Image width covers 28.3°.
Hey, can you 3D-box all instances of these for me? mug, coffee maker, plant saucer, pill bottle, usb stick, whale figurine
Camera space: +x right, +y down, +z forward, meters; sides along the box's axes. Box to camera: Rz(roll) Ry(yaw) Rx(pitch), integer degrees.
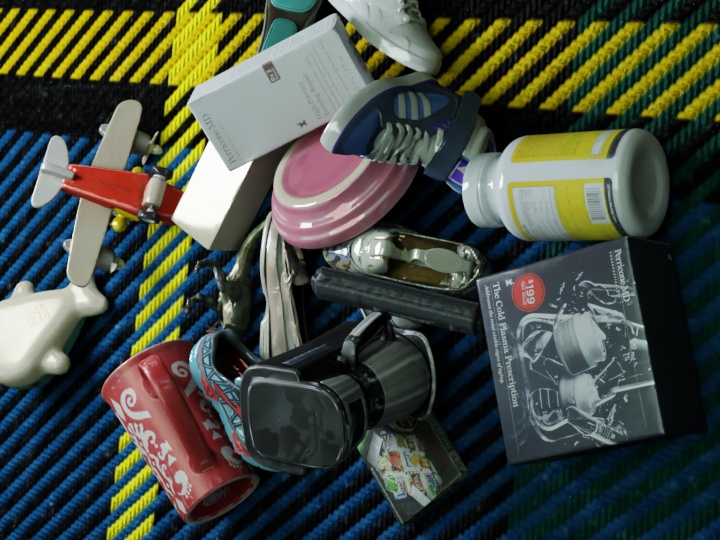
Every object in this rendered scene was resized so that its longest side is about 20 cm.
[{"bbox_3d":[-0.229,0.202,1.772,0.133,0.177,0.200,-39,68,13],"label":"mug"},{"bbox_3d":[-0.042,0.141,1.569,0.192,0.200,0.135,-21,90,37],"label":"coffee maker"},{"bbox_3d":[-0.026,-0.116,1.650,0.200,0.051,0.201,-25,40,22],"label":"plant saucer"},{"bbox_3d":[0.210,-0.087,1.488,0.199,0.112,0.113,0,87,38],"label":"pill bottle"},{"bbox_3d":[0.042,0.034,1.586,0.199,0.056,0.033,13,66,13],"label":"usb stick"},{"bbox_3d":[-0.435,0.083,2.000,0.200,0.104,0.159,-36,62,3],"label":"whale figurine"}]

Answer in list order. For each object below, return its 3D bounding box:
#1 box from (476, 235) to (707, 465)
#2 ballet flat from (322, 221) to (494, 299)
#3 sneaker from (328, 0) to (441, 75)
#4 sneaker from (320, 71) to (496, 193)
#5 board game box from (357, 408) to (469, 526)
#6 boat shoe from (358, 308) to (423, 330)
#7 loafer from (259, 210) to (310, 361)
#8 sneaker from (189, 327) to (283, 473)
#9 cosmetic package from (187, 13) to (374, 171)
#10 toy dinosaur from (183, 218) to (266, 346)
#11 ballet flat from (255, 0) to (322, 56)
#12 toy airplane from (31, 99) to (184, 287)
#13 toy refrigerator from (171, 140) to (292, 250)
[{"bbox_3d":[0.234,0.085,1.461,0.182,0.104,0.201,-17,76,34],"label":"box"},{"bbox_3d":[0.051,-0.017,1.587,0.199,0.072,0.072,12,94,12],"label":"ballet flat"},{"bbox_3d":[0.044,-0.321,1.661,0.200,0.074,0.116,47,117,32],"label":"sneaker"},{"bbox_3d":[0.067,-0.137,1.551,0.146,0.200,0.081,44,131,16],"label":"sneaker"},{"bbox_3d":[0.038,0.183,1.656,0.105,0.023,0.200,-44,62,27],"label":"board game box"},{"bbox_3d":[0.000,0.000,1.673,0.068,0.072,0.200,-38,72,23],"label":"boat shoe"},{"bbox_3d":[-0.083,0.028,1.743,0.063,0.072,0.201,3,95,21],"label":"loafer"},{"bbox_3d":[-0.132,0.156,1.715,0.200,0.079,0.096,50,149,7],"label":"sneaker"},{"bbox_3d":[-0.092,-0.208,1.678,0.199,0.074,0.102,-27,110,13],"label":"cosmetic package"},{"bbox_3d":[-0.171,0.026,1.803,0.047,0.088,0.201,-168,88,-77],"label":"toy dinosaur"},{"bbox_3d":[-0.089,-0.305,1.764,0.067,0.064,0.201,17,74,1],"label":"ballet flat"},{"bbox_3d":[-0.333,-0.101,1.892,0.200,0.141,0.200,-32,75,-3],"label":"toy airplane"},{"bbox_3d":[-0.152,-0.129,1.802,0.076,0.070,0.201,36,109,27],"label":"toy refrigerator"}]
